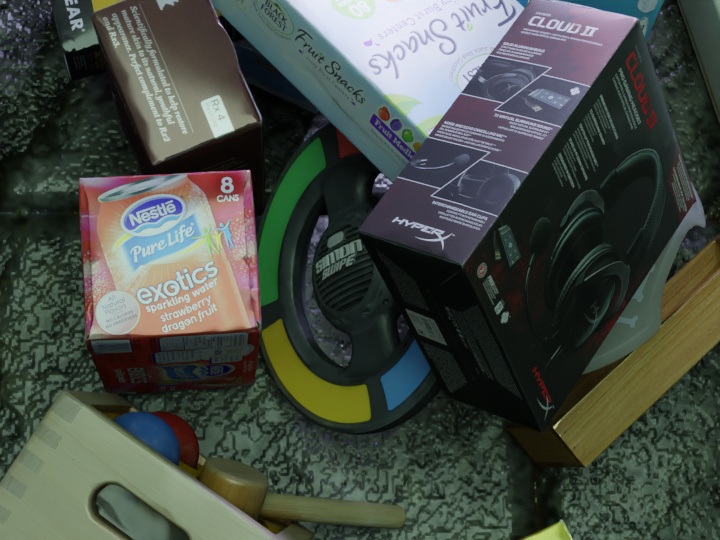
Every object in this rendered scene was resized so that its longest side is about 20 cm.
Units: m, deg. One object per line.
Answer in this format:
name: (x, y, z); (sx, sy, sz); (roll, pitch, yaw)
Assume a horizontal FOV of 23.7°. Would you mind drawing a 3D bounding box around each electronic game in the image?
electronic game: (0.000, 0.000, 1.060); (0.041, 0.199, 0.202); (7, 71, -42)

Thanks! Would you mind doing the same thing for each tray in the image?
tray: (0.188, 0.048, 1.092); (0.200, 0.099, 0.037); (-40, 92, -13)

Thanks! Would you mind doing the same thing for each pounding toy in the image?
pounding toy: (-0.093, 0.152, 1.017); (0.199, 0.184, 0.143); (34, 88, 5)

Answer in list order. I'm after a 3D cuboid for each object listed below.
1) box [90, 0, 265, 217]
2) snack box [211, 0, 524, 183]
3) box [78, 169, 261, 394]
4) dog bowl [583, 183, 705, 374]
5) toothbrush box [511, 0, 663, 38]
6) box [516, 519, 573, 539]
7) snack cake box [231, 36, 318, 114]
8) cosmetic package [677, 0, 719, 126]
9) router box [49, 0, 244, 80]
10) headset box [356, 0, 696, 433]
box: (-0.107, -0.091, 1.055); (0.074, 0.200, 0.101); (-22, 78, -9)
snack box: (0.019, -0.145, 1.019); (0.200, 0.053, 0.142); (46, 51, 14)
box: (-0.112, 0.012, 1.028); (0.099, 0.200, 0.096); (-3, 77, -5)
dog bowl: (0.114, -0.030, 1.080); (0.198, 0.059, 0.201); (-11, 51, 14)
toothbrush box: (0.156, -0.246, 1.100); (0.085, 0.146, 0.201); (30, 102, 30)
box: (0.040, 0.217, 1.052); (0.199, 0.075, 0.050); (-22, 78, -8)
snack cake box: (-0.094, -0.203, 1.155); (0.199, 0.067, 0.116); (25, 77, 3)
cosmetic package: (0.274, -0.200, 1.178); (0.103, 0.073, 0.202); (-14, 77, -7)
router box: (-0.135, -0.238, 1.099); (0.156, 0.052, 0.202); (-15, 78, -8)
headset box: (0.103, -0.038, 0.949); (0.077, 0.149, 0.200); (20, 61, 38)
